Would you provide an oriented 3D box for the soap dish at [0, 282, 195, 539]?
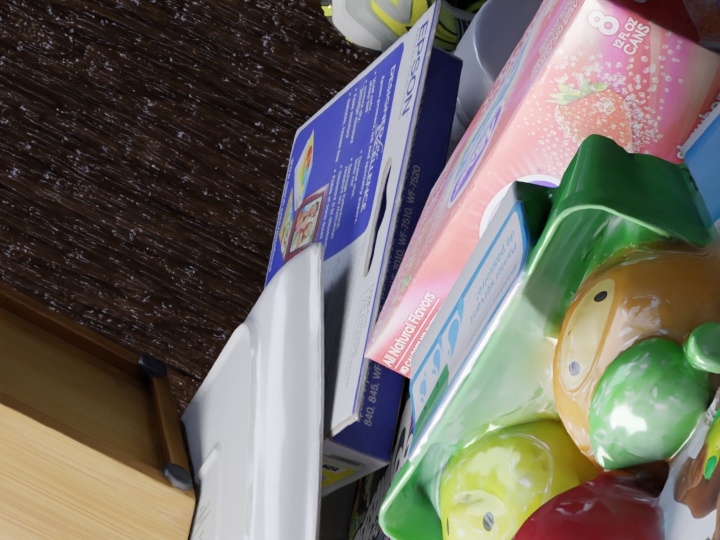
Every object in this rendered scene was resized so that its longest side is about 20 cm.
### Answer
[{"bbox_3d":[-0.172,0.068,1.092,0.081,0.200,0.157,-54,23,16],"label":"soap dish"}]

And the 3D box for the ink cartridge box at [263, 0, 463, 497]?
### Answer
[{"bbox_3d":[0.000,0.000,1.074,0.200,0.047,0.198,149,136,-64],"label":"ink cartridge box"}]

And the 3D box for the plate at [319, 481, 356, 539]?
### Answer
[{"bbox_3d":[-0.037,0.213,1.157,0.200,0.032,0.200,-74,-3,-56],"label":"plate"}]

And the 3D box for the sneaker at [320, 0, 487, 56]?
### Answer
[{"bbox_3d":[0.056,-0.127,1.218,0.200,0.076,0.076,24,-117,-55],"label":"sneaker"}]

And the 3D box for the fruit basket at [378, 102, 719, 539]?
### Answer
[{"bbox_3d":[0.059,0.061,0.604,0.200,0.094,0.185,-74,10,-54],"label":"fruit basket"}]

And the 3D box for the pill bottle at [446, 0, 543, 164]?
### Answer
[{"bbox_3d":[0.063,-0.049,1.184,0.200,0.114,0.114,-59,5,51],"label":"pill bottle"}]

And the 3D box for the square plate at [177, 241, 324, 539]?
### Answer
[{"bbox_3d":[-0.060,0.115,1.053,0.200,0.028,0.198,124,152,-54],"label":"square plate"}]

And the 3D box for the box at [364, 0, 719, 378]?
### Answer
[{"bbox_3d":[0.089,-0.036,0.785,0.200,0.103,0.095,-59,6,47],"label":"box"}]

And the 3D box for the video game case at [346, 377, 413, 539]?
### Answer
[{"bbox_3d":[0.032,0.076,1.040,0.200,0.036,0.181,111,173,-45],"label":"video game case"}]
